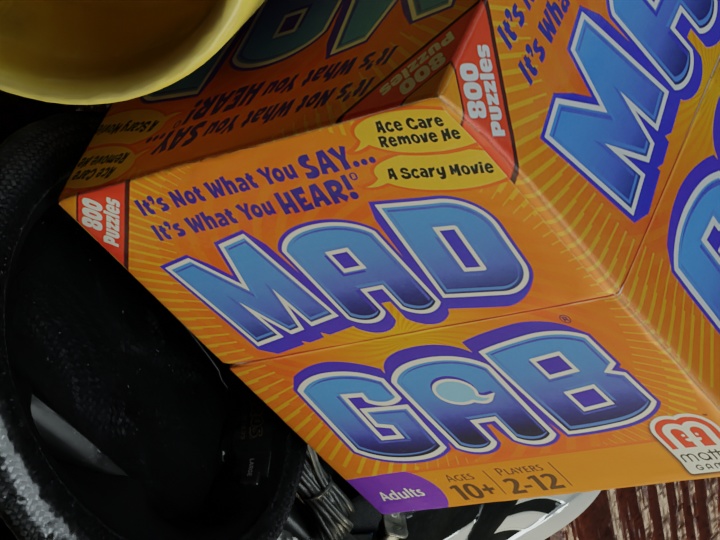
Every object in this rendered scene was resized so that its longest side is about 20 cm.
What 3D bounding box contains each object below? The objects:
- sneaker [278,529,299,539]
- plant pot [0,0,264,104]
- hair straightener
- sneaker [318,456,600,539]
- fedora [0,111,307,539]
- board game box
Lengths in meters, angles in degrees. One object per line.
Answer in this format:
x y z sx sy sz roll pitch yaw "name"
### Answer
-0.100 0.138 1.066 0.200 0.080 0.074 5 89 -48 "sneaker"
-0.081 -0.190 0.892 0.189 0.201 0.201 -51 138 -45 "plant pot"
-0.014 0.109 1.137 0.200 0.077 0.041 55 29 -20 "hair straightener"
0.053 0.084 1.226 0.200 0.073 0.112 -42 133 -30 "sneaker"
-0.111 0.041 0.989 0.200 0.092 0.201 14 72 -47 "fedora"
0.054 -0.053 0.957 0.200 0.200 0.200 46 53 -28 "board game box"
